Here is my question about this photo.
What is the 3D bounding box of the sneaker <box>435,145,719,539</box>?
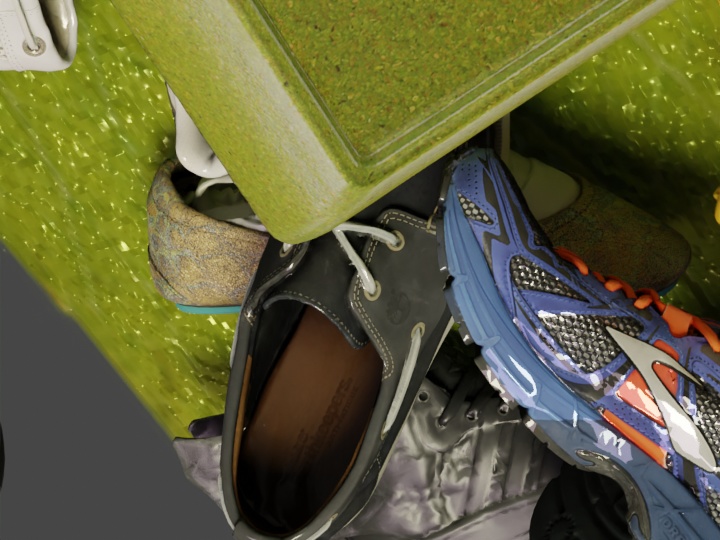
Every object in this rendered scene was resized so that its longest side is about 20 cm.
[{"bbox_3d":[0.098,0.036,0.805,0.078,0.075,0.200,-40,92,10],"label":"sneaker"}]

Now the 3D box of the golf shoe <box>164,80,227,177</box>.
[{"bbox_3d":[-0.027,-0.120,0.790,0.077,0.088,0.200,11,133,6],"label":"golf shoe"}]

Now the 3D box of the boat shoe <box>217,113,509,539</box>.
[{"bbox_3d":[0.000,0.000,0.839,0.072,0.068,0.201,19,97,13],"label":"boat shoe"}]

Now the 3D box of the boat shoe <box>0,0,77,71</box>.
[{"bbox_3d":[-0.114,-0.141,0.807,0.069,0.071,0.200,10,143,3],"label":"boat shoe"}]

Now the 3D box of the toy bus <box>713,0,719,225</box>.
[{"bbox_3d":[0.177,-0.029,0.766,0.200,0.136,0.192,48,144,11],"label":"toy bus"}]

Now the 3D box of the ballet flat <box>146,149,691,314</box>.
[{"bbox_3d":[0.016,-0.020,0.895,0.199,0.071,0.071,-1,133,15],"label":"ballet flat"}]

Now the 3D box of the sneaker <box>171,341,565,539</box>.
[{"bbox_3d":[0.037,0.056,0.954,0.200,0.060,0.104,-31,99,15],"label":"sneaker"}]

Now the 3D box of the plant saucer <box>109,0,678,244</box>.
[{"bbox_3d":[0.018,-0.120,0.738,0.199,0.048,0.200,-33,122,1],"label":"plant saucer"}]

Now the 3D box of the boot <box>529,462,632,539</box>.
[{"bbox_3d":[0.179,0.100,0.913,0.200,0.076,0.168,-34,123,-4],"label":"boot"}]

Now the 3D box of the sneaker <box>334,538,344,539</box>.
[{"bbox_3d":[0.058,0.145,1.036,0.200,0.076,0.091,27,126,-15],"label":"sneaker"}]

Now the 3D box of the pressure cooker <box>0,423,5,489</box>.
[{"bbox_3d":[-0.242,0.064,0.953,0.200,0.176,0.179,-24,95,29],"label":"pressure cooker"}]
